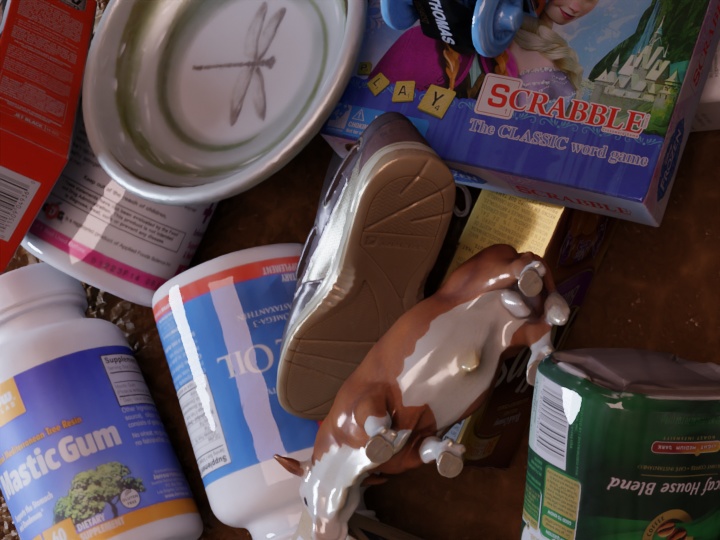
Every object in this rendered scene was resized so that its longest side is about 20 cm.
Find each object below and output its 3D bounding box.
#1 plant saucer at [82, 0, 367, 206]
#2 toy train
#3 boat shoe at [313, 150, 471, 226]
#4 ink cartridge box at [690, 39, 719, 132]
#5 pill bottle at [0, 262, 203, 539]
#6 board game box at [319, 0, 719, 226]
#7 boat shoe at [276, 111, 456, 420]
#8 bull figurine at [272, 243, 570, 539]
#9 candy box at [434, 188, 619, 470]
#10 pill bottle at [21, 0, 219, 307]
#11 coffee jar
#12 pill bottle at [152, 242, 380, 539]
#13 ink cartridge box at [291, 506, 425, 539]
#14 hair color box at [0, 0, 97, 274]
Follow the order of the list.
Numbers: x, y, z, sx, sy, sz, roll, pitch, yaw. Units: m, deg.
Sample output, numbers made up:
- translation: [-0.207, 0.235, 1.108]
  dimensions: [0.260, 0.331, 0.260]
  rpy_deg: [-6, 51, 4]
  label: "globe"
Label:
- translation: [-0.073, -0.124, 1.072]
  dimensions: [0.200, 0.050, 0.200]
  rpy_deg: [-14, 62, 28]
  label: "plant saucer"
- translation: [0.050, -0.197, 0.940]
  dimensions: [0.087, 0.200, 0.114]
  rpy_deg: [20, 68, 28]
  label: "toy train"
- translation: [0.026, -0.053, 1.130]
  dimensions: [0.086, 0.075, 0.202]
  rpy_deg: [20, 56, -10]
  label: "boat shoe"
- translation: [0.146, -0.157, 1.102]
  dimensions: [0.200, 0.084, 0.146]
  rpy_deg: [-3, 81, 21]
  label: "ink cartridge box"
- translation: [-0.188, 0.100, 1.181]
  dimensions: [0.112, 0.112, 0.200]
  rpy_deg: [-29, 76, 15]
  label: "pill bottle"
- translation: [0.101, -0.141, 1.030]
  dimensions: [0.200, 0.041, 0.200]
  rpy_deg: [13, 76, 25]
  label: "board game box"
- translation: [0.000, 0.000, 1.029]
  dimensions: [0.072, 0.065, 0.200]
  rpy_deg: [8, 129, -15]
  label: "boat shoe"
- translation: [0.035, 0.065, 0.976]
  dimensions: [0.065, 0.121, 0.200]
  rpy_deg: [40, 84, -17]
  label: "bull figurine"
- translation: [0.090, 0.018, 1.087]
  dimensions: [0.056, 0.117, 0.200]
  rpy_deg: [26, 94, 22]
  label: "candy box"
- translation: [-0.133, -0.087, 1.180]
  dimensions: [0.113, 0.113, 0.200]
  rpy_deg: [27, 94, 20]
  label: "pill bottle"
- translation: [0.125, 0.142, 0.892]
  dimensions: [0.085, 0.104, 0.200]
  rpy_deg: [30, 115, 59]
  label: "coffee jar"
- translation: [-0.051, 0.093, 1.132]
  dimensions: [0.112, 0.112, 0.200]
  rpy_deg: [-22, 78, 16]
  label: "pill bottle"
- translation: [0.006, 0.255, 1.064]
  dimensions: [0.200, 0.165, 0.075]
  rpy_deg: [-63, 30, 4]
  label: "ink cartridge box"
- translation: [-0.222, -0.101, 1.165]
  dimensions: [0.061, 0.200, 0.102]
  rpy_deg: [25, 120, -18]
  label: "hair color box"
